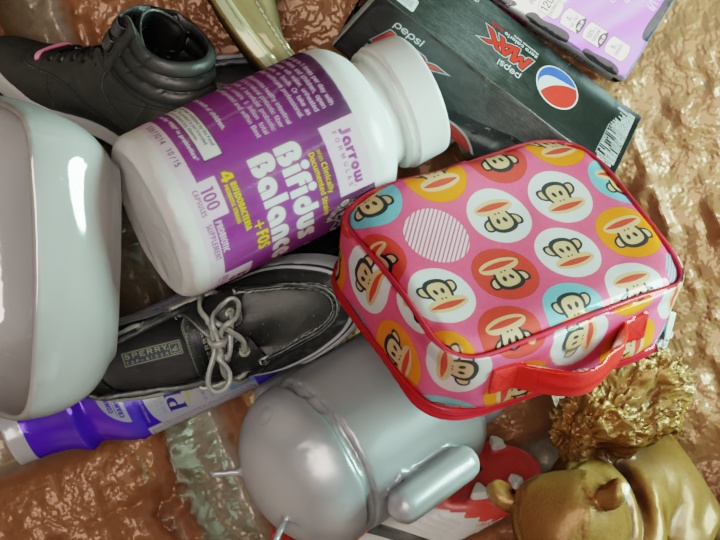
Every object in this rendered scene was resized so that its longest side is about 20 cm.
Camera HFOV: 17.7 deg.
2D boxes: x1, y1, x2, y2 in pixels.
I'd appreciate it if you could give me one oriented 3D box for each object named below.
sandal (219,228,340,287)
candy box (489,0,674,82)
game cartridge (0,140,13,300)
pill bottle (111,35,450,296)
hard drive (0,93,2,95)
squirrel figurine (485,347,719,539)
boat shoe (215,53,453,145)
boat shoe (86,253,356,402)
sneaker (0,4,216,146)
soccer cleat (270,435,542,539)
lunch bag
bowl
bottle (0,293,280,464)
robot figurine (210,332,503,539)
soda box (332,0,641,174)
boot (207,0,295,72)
[{"bbox_3d":[0.000,-0.001,1.556,0.199,0.048,0.076,-11,83,-18],"label":"sandal"},{"bbox_3d":[0.136,-0.249,1.559,0.199,0.072,0.168,32,94,0],"label":"candy box"},{"bbox_3d":[-0.297,-0.010,1.571,0.133,0.042,0.201,9,99,-24],"label":"game cartridge"},{"bbox_3d":[-0.048,-0.072,1.466,0.199,0.112,0.113,-27,92,-16],"label":"pill bottle"},{"bbox_3d":[-0.348,-0.070,1.600,0.139,0.033,0.201,25,93,0],"label":"hard drive"},{"bbox_3d":[0.153,0.138,1.509,0.141,0.186,0.201,1,81,28],"label":"squirrel figurine"},{"bbox_3d":[-0.027,-0.114,1.572,0.199,0.068,0.072,10,93,1],"label":"boat shoe"},{"bbox_3d":[-0.093,0.041,1.494,0.198,0.068,0.074,-11,101,15],"label":"boat shoe"},{"bbox_3d":[-0.169,-0.142,1.539,0.199,0.071,0.100,27,124,25],"label":"sneaker"},{"bbox_3d":[0.031,0.173,1.590,0.199,0.085,0.069,-19,48,-16],"label":"soccer cleat"},{"bbox_3d":[0.099,0.011,1.444,0.199,0.082,0.176,-16,50,-27],"label":"lunch bag"},{"bbox_3d":[-0.211,-0.012,1.480,0.074,0.199,0.201,-2,100,-28],"label":"bowl"},{"bbox_3d":[-0.151,0.071,1.585,0.199,0.065,0.084,-24,93,2],"label":"bottle"},{"bbox_3d":[0.003,0.105,1.518,0.199,0.169,0.113,-30,129,-24],"label":"robot figurine"},{"bbox_3d":[0.084,-0.125,1.544,0.200,0.071,0.063,37,48,-9],"label":"soda box"},{"bbox_3d":[-0.042,-0.232,1.544,0.154,0.072,0.201,-26,66,0],"label":"boot"}]
